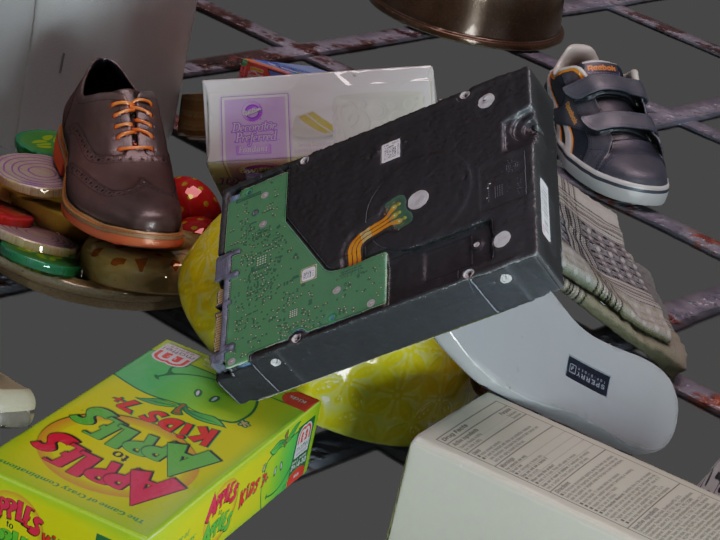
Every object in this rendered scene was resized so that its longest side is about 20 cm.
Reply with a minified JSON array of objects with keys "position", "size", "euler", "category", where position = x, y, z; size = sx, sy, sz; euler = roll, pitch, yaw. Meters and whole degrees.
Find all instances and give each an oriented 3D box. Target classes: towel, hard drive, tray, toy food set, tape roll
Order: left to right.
[{"position":[-0.226,-0.185,1.650],"size":[0.201,0.140,0.203],"euler":[11,22,-5],"category":"tape roll"},{"position":[-0.170,-0.031,1.437],"size":[0.197,0.049,0.200],"euler":[14,23,1],"category":"toy food set"},{"position":[-0.067,-0.106,1.601],"size":[0.098,0.037,0.200],"euler":[6,2,-15],"category":"tray"},{"position":[0.013,-0.018,1.186],"size":[0.199,0.038,0.140],"euler":[-21,44,22],"category":"hard drive"},{"position":[0.139,-0.028,1.508],"size":[0.200,0.035,0.193],"euler":[38,15,-20],"category":"towel"}]

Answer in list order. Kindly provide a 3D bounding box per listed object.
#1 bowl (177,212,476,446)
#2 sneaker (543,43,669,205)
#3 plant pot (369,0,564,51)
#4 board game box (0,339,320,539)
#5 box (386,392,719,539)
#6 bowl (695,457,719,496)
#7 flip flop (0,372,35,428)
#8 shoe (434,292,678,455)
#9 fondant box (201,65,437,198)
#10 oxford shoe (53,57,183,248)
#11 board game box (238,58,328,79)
[{"position":[0.000,0.000,1.319],"size":[0.199,0.108,0.200],"euler":[22,27,-12],"category":"bowl"},{"position":[0.200,-0.124,1.822],"size":[0.078,0.080,0.200],"euler":[4,26,-23],"category":"sneaker"},{"position":[0.122,-0.339,2.125],"size":[0.199,0.199,0.201],"euler":[10,23,-4],"category":"plant pot"},{"position":[-0.110,0.103,1.154],"size":[0.101,0.048,0.200],"euler":[21,24,17],"category":"board game box"},{"position":[0.122,0.145,1.143],"size":[0.199,0.078,0.095],"euler":[24,25,25],"category":"box"},{"position":[0.283,0.131,1.246],"size":[0.199,0.095,0.201],"euler":[11,22,-4],"category":"bowl"},{"position":[-0.236,0.044,1.177],"size":[0.081,0.058,0.200],"euler":[-6,11,-34],"category":"flip flop"},{"position":[0.085,0.053,1.259],"size":[0.200,0.072,0.091],"euler":[31,-25,-33],"category":"shoe"},{"position":[-0.018,-0.071,1.426],"size":[0.143,0.059,0.200],"euler":[-3,-15,3],"category":"fondant box"},{"position":[-0.153,-0.074,1.386],"size":[0.071,0.073,0.200],"euler":[3,25,-24],"category":"oxford shoe"},{"position":[0.016,-0.124,1.669],"size":[0.199,0.020,0.103],"euler":[20,10,28],"category":"board game box"}]
